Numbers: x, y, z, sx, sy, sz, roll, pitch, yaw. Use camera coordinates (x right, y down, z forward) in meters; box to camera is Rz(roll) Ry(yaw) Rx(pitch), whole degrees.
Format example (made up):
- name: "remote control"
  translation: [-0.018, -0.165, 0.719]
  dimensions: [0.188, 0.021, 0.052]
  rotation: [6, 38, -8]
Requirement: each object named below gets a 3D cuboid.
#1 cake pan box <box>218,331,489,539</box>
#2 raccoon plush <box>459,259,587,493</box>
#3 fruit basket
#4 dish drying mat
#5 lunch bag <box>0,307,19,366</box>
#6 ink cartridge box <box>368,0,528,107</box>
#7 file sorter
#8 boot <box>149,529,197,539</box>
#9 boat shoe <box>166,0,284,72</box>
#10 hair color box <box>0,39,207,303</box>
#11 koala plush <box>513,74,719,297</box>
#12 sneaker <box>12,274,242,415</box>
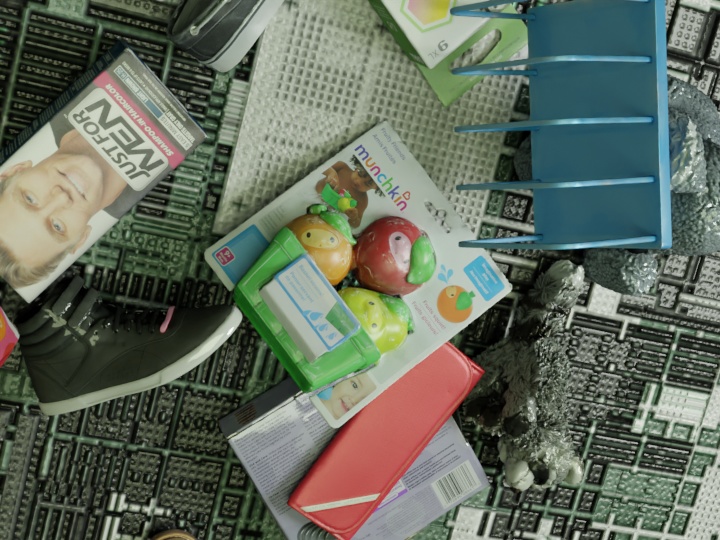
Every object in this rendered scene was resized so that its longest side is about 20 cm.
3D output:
- name: "cake pan box"
  translation: [-0.001, 0.164, 1.297]
  dimensions: [0.199, 0.052, 0.185]
  rotation: [-32, 113, -4]
- name: "raccoon plush"
  translation: [0.183, 0.109, 1.311]
  dimensions: [0.134, 0.097, 0.200]
  rotation: [38, 90, -37]
- name: "fruit basket"
  translation: [0.000, 0.000, 1.203]
  dimensions: [0.199, 0.094, 0.186]
  rotation: [-36, 87, -7]
- name: "dish drying mat"
  translation: [0.023, 0.146, 1.262]
  dimensions: [0.077, 0.018, 0.200]
  rotation: [38, 92, -21]
- name: "lunch bag"
  translation: [-0.364, 0.081, 1.105]
  dimensions: [0.199, 0.176, 0.082]
  rotation: [-25, 104, 16]
- name: "ink cartridge box"
  translation: [0.064, -0.239, 1.192]
  dimensions: [0.104, 0.059, 0.200]
  rotation: [-38, 112, -2]
- name: "file sorter"
  translation: [0.151, -0.115, 1.129]
  dimensions: [0.122, 0.138, 0.202]
  rotation: [-6, 95, -38]
- name: "boot"
  translation: [-0.150, 0.332, 1.290]
  dimensions: [0.073, 0.075, 0.202]
  rotation: [-13, 108, -10]
- name: "boat shoe"
  translation: [-0.085, -0.257, 1.136]
  dimensions: [0.068, 0.072, 0.201]
  rotation: [27, 105, -39]
- name: "hair color box"
  translation: [-0.230, -0.080, 1.156]
  dimensions: [0.200, 0.061, 0.100]
  rotation: [-43, 111, 0]
- name: "koala plush"
  translation: [0.266, -0.074, 1.221]
  dimensions: [0.183, 0.200, 0.178]
  rotation: [-40, 111, -1]
- name: "sneaker"
  translation: [-0.200, 0.045, 1.170]
  dimensions: [0.199, 0.071, 0.100]
  rotation: [-20, 112, 18]
